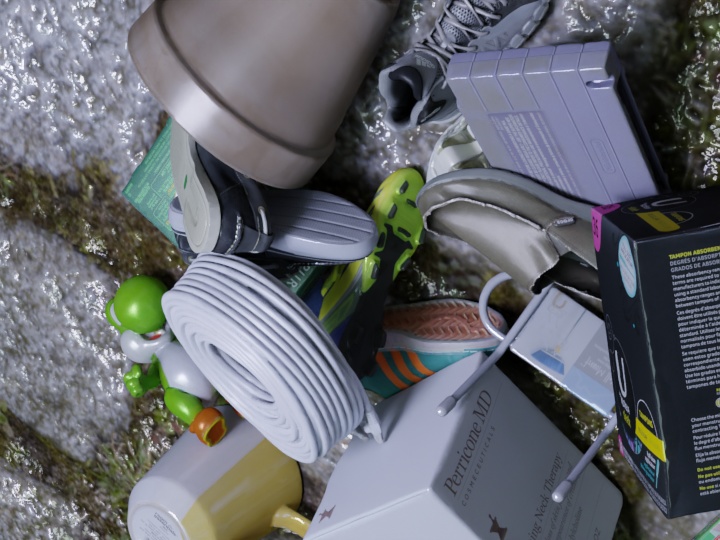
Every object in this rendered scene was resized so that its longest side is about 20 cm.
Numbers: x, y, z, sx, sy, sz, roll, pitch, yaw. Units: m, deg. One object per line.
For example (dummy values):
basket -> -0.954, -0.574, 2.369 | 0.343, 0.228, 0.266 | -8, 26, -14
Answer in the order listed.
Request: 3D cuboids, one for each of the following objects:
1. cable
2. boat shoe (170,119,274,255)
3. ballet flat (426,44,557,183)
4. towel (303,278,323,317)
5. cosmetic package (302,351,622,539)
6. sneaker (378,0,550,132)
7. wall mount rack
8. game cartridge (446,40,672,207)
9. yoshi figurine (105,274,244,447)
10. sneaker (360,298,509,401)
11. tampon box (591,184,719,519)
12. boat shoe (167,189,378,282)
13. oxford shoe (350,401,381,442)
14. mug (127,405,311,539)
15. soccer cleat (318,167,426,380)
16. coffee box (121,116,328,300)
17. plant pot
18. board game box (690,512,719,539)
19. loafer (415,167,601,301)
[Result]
cable -> -0.085, 0.074, 1.125 | 0.199, 0.069, 0.201 | 28, 153, 38
boat shoe -> -0.123, -0.089, 1.125 | 0.201, 0.067, 0.072 | -111, 30, -41
ballet flat -> 0.100, -0.110, 1.087 | 0.069, 0.069, 0.200 | 47, 130, 7
towel -> -0.083, 0.016, 1.285 | 0.111, 0.048, 0.201 | -2, 108, 31
cosmetic package -> 0.092, 0.217, 1.151 | 0.200, 0.168, 0.166 | 45, 133, -16
sneaker -> 0.077, -0.181, 1.038 | 0.075, 0.115, 0.200 | 40, 129, 13
wall mount rack -> 0.164, 0.086, 1.085 | 0.199, 0.075, 0.174 | 35, 86, 16
game cartridge -> 0.156, -0.098, 1.005 | 0.129, 0.039, 0.200 | 5, 150, 31
yoshi figurine -> -0.196, 0.079, 1.364 | 0.200, 0.112, 0.112 | 41, 110, 22
sneaker -> 0.055, 0.078, 1.213 | 0.199, 0.071, 0.080 | -3, 121, 36
tampon box -> 0.251, 0.051, 0.951 | 0.125, 0.150, 0.201 | -10, 101, 0
boat shoe -> -0.073, -0.027, 1.152 | 0.199, 0.072, 0.071 | 10, 128, 25
oxford shoe -> 0.049, 0.230, 1.278 | 0.070, 0.075, 0.201 | -30, 93, 40
mug -> -0.149, 0.241, 1.372 | 0.186, 0.153, 0.150 | -2, 110, 35
soccer cleat -> -0.001, 0.000, 1.171 | 0.083, 0.065, 0.201 | 19, 91, 44
coffee box -> -0.115, -0.053, 1.216 | 0.200, 0.044, 0.123 | 42, 112, 10
plant pot -> -0.064, -0.198, 1.100 | 0.200, 0.200, 0.174 | 48, 114, 6
board game box -> 0.357, 0.246, 1.101 | 0.135, 0.029, 0.200 | 43, 129, 12
loafer -> 0.137, -0.024, 1.042 | 0.199, 0.070, 0.075 | 15, 153, 5
